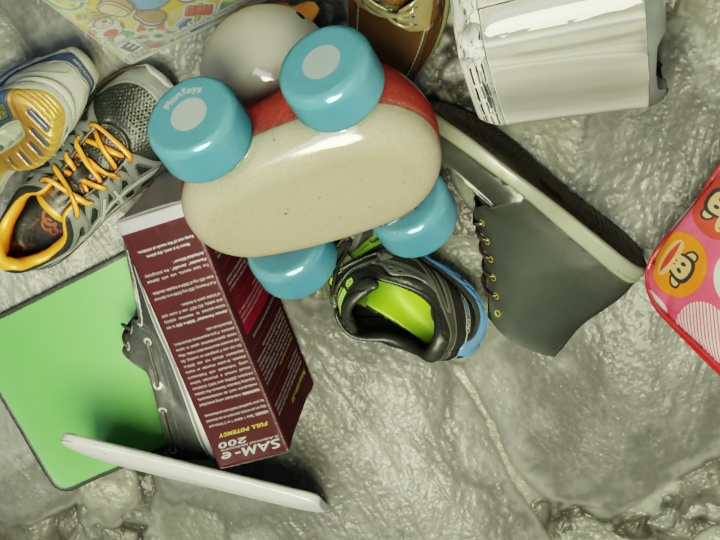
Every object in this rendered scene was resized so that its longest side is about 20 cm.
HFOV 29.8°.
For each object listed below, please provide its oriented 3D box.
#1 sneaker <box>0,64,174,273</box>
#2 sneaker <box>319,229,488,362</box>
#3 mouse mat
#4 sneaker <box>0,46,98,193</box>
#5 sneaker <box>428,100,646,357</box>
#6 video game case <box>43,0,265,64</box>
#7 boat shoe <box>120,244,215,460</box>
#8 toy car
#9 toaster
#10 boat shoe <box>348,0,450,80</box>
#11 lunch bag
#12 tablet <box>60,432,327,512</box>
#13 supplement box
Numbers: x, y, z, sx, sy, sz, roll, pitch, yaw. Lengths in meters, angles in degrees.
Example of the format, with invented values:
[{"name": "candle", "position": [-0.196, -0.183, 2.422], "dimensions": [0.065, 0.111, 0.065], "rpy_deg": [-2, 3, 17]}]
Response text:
[{"name": "sneaker", "position": [-0.206, -0.068, 1.011], "dimensions": [0.078, 0.077, 0.200], "rpy_deg": [40, 109, -2]}, {"name": "sneaker", "position": [0.000, 0.000, 0.977], "dimensions": [0.199, 0.082, 0.071], "rpy_deg": [34, 115, 20]}, {"name": "mouse mat", "position": [-0.206, 0.081, 1.097], "dimensions": [0.198, 0.008, 0.162], "rpy_deg": [-24, 102, 17]}, {"name": "sneaker", "position": [-0.269, -0.107, 1.018], "dimensions": [0.198, 0.088, 0.076], "rpy_deg": [-13, 123, 38]}, {"name": "sneaker", "position": [0.097, -0.026, 0.965], "dimensions": [0.199, 0.075, 0.106], "rpy_deg": [39, 111, -4]}, {"name": "video game case", "position": [-0.121, -0.218, 0.900], "dimensions": [0.198, 0.182, 0.023], "rpy_deg": [-21, 67, 17]}, {"name": "boat shoe", "position": [-0.152, 0.058, 1.044], "dimensions": [0.065, 0.070, 0.202], "rpy_deg": [-13, 112, 13]}, {"name": "toy car", "position": [-0.042, -0.121, 0.914], "dimensions": [0.175, 0.202, 0.185], "rpy_deg": [-19, 145, 13]}, {"name": "toaster", "position": [0.127, -0.164, 0.866], "dimensions": [0.128, 0.200, 0.115], "rpy_deg": [-8, 73, 10]}, {"name": "boat shoe", "position": [0.024, -0.201, 0.895], "dimensions": [0.075, 0.074, 0.201], "rpy_deg": [17, 133, 8]}, {"name": "lunch bag", "position": [0.302, -0.006, 0.886], "dimensions": [0.201, 0.081, 0.176], "rpy_deg": [-54, 54, 21]}, {"name": "tablet", "position": [-0.124, 0.159, 1.045], "dimensions": [0.198, 0.130, 0.014], "rpy_deg": [14, 78, 4]}, {"name": "supplement box", "position": [-0.102, 0.029, 0.997], "dimensions": [0.060, 0.109, 0.202], "rpy_deg": [-16, 108, 15]}]
